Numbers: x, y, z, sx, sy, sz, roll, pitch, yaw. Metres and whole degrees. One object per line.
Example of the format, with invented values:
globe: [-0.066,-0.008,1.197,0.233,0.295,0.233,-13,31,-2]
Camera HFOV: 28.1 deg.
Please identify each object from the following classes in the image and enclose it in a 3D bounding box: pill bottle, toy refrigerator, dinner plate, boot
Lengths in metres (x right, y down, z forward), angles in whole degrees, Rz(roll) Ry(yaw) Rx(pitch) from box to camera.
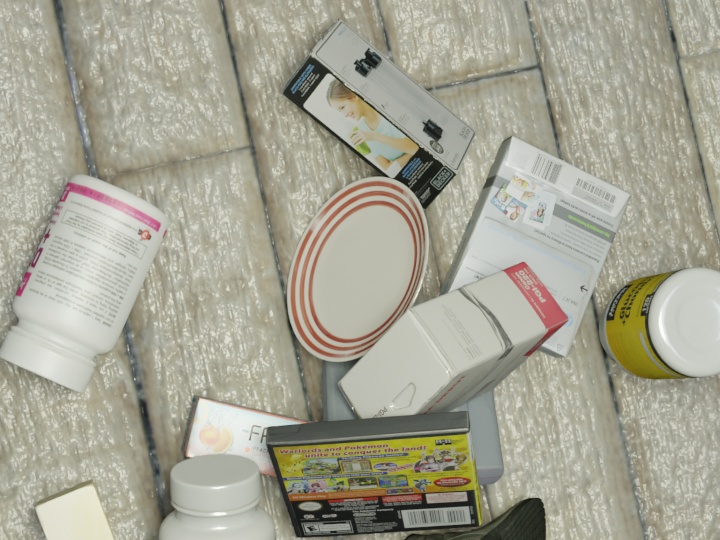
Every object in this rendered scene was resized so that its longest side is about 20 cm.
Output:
pill bottle: [-0.284,0.015,1.464,0.113,0.113,0.202,24,81,-8]
toy refrigerator: [-0.263,0.318,1.461,0.069,0.076,0.202,-20,89,-12]
pill bottle: [0.326,0.060,1.538,0.111,0.200,0.113,1,85,-11]
dinner plate: [0.000,0.000,1.499,0.024,0.199,0.202,25,79,-41]
pill bottle: [-0.143,0.295,1.439,0.118,0.120,0.202,-3,104,-12]
boot: [0.110,0.289,1.530,0.130,0.200,0.068,-2,101,32]

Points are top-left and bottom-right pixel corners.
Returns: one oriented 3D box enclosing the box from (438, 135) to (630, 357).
box: [0.194,-0.025,1.601,0.155,0.041,0.202,24,80,-8]

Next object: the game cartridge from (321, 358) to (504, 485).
game cartridge: [0.056,0.159,1.513,0.198,0.042,0.134,14,38,-17]

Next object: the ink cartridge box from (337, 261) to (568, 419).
ink cartridge box: [0.094,0.083,1.462,0.199,0.146,0.085,-22,71,-47]

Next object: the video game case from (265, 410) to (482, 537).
video game case: [0.018,0.208,1.443,0.198,0.182,0.026,-5,49,6]

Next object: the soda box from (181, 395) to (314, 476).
soda box: [-0.085,0.184,1.511,0.198,0.068,0.064,15,85,-11]

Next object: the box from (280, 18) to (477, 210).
box: [0.022,-0.169,1.538,0.200,0.117,0.060,39,122,-7]
